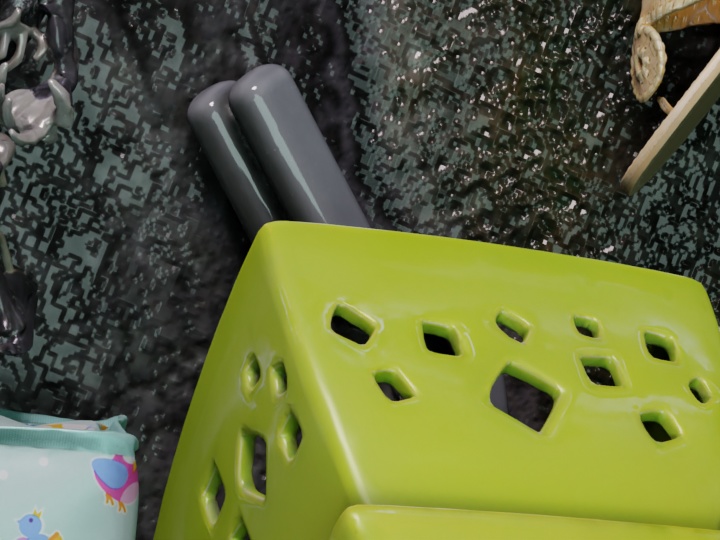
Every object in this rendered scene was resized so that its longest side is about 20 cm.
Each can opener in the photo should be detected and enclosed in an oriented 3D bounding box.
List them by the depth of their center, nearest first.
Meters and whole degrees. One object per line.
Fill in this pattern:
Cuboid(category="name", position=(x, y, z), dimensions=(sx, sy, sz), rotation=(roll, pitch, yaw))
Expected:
Cuboid(category="can opener", position=(0.000, 0.000, 1.071), dimensions=(0.067, 0.053, 0.201), rotation=(-39, 106, -45))

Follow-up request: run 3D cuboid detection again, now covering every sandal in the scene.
Cuboid(category="sandal", position=(0.158, -0.134, 1.102), dimensions=(0.070, 0.078, 0.212), rotation=(39, 85, 8))

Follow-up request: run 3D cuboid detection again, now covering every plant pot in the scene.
Cuboid(category="plant pot", position=(0.040, 0.120, 0.974), dimensions=(0.199, 0.182, 0.200), rotation=(6, 126, -19))

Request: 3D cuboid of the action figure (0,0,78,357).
Cuboid(category="action figure", position=(-0.161, -0.068, 0.974), dimensions=(0.118, 0.102, 0.201), rotation=(5, 97, 9))

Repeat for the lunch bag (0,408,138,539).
Cuboid(category="lunch bag", position=(-0.193, 0.130, 0.973), dimensions=(0.199, 0.122, 0.171), rotation=(7, 92, -11))
